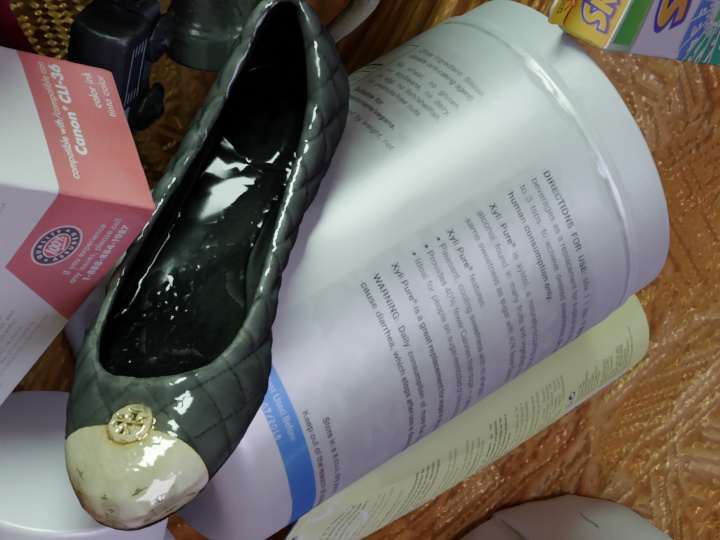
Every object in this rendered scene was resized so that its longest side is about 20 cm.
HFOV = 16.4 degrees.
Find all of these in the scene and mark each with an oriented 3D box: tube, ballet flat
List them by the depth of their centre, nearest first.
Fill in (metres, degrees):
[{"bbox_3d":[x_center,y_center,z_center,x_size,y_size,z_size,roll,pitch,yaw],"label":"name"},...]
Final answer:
[{"bbox_3d":[-0.054,-0.006,0.820,0.057,0.066,0.200,75,27,-53],"label":"ballet flat"},{"bbox_3d":[0.037,0.061,1.015,0.200,0.052,0.058,-34,123,-35],"label":"tube"}]

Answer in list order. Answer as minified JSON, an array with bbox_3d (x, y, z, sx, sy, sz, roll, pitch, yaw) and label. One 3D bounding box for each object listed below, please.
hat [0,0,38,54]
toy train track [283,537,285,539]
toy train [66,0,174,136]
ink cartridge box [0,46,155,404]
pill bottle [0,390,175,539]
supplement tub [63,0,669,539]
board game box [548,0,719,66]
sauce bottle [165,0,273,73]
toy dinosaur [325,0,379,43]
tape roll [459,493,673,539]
[{"bbox_3d":[-0.185,-0.145,0.796,0.165,0.176,0.200,-26,86,-26],"label":"hat"},{"bbox_3d":[-0.038,0.127,1.039,0.200,0.033,0.115,-50,125,-12],"label":"toy train track"},{"bbox_3d":[-0.076,-0.125,0.827,0.046,0.034,0.200,-50,157,-52],"label":"toy train"},{"bbox_3d":[-0.182,-0.023,0.796,0.200,0.068,0.117,10,135,-38],"label":"ink cartridge box"},{"bbox_3d":[-0.120,0.149,0.917,0.112,0.112,0.200,-12,127,-31],"label":"pill bottle"},{"bbox_3d":[0.000,0.000,0.931,0.200,0.132,0.132,-30,128,-20],"label":"supplement tub"},{"bbox_3d":[0.131,-0.129,0.968,0.200,0.030,0.096,-3,121,-64],"label":"board game box"},{"bbox_3d":[-0.043,-0.168,0.859,0.066,0.066,0.200,-13,122,-31],"label":"sauce bottle"},{"bbox_3d":[0.012,-0.158,0.889,0.047,0.088,0.200,11,109,-5],"label":"toy dinosaur"},{"bbox_3d":[0.089,0.205,1.143,0.202,0.071,0.203,-16,122,-28],"label":"tape roll"}]
